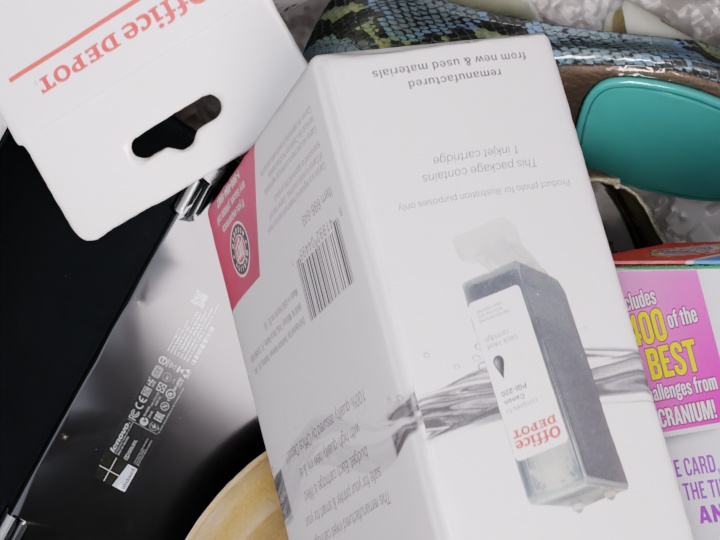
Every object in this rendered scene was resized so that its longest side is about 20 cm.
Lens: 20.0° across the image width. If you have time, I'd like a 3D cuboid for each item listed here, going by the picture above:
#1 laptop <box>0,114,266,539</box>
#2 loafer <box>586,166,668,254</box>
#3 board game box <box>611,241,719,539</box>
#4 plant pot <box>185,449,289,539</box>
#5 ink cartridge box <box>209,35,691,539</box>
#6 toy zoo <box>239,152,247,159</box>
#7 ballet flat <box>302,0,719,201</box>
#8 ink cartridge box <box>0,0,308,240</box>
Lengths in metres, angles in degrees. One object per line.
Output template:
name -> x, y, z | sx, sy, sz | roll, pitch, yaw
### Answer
laptop -> -0.081, 0.038, 0.818 | 0.199, 0.116, 0.188 | 29, 97, -9
loafer -> 0.098, 0.053, 0.712 | 0.076, 0.067, 0.201 | -26, 81, -9
board game box -> 0.143, 0.092, 0.613 | 0.153, 0.040, 0.202 | 0, 99, 56
plant pot -> 0.023, 0.148, 0.734 | 0.198, 0.028, 0.202 | 1, 76, -2
ink cartridge box -> 0.026, 0.046, 0.659 | 0.084, 0.146, 0.202 | -8, 76, -20
toy zoo -> 0.000, 0.000, 0.822 | 0.199, 0.020, 0.132 | -28, 91, 18
ballet flat -> 0.077, -0.074, 0.760 | 0.198, 0.074, 0.075 | 9, 103, -6
ink cartridge box -> -0.095, -0.126, 0.746 | 0.116, 0.067, 0.201 | -28, 90, 19
